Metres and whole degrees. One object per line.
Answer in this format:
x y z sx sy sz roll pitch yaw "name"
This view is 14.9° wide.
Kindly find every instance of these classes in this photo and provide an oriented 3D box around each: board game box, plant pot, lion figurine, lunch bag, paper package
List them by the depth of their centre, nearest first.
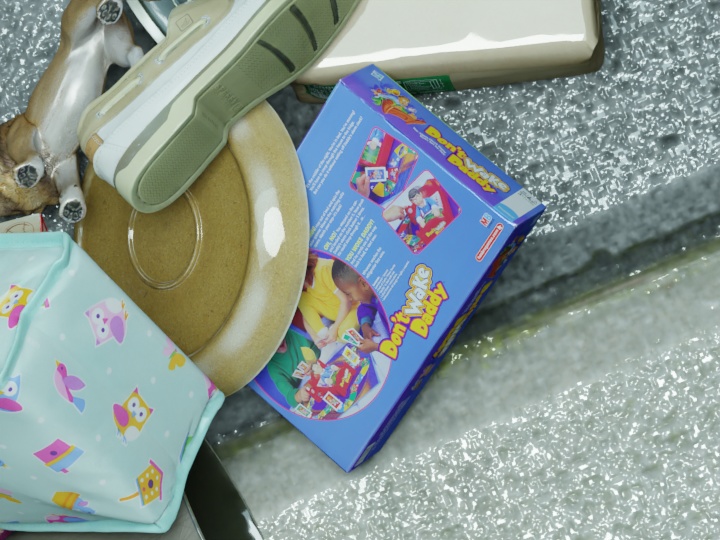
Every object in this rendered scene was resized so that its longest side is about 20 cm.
-0.205 0.062 1.551 0.199 0.170 0.122 0 55 40 "lunch bag"
0.000 0.000 1.616 0.134 0.045 0.200 40 120 12 "board game box"
-0.109 -0.021 1.638 0.199 0.027 0.201 -1 89 44 "plant pot"
0.043 -0.203 1.652 0.199 0.103 0.192 -4 82 8 "paper package"
-0.176 -0.107 1.661 0.072 0.123 0.200 32 102 -25 "lion figurine"

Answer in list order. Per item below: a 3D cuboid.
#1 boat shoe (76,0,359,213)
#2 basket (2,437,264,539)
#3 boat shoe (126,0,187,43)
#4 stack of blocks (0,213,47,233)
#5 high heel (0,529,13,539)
-0.081 -0.127 1.575 0.200 0.075 0.068 -45 62 -8 "boat shoe"
-0.157 0.205 1.622 0.199 0.136 0.181 -27 80 9 "basket"
-0.127 -0.209 1.697 0.062 0.073 0.201 -30 74 8 "boat shoe"
-0.269 0.050 1.652 0.199 0.116 0.059 -14 42 2 "stack of blocks"
-0.251 0.155 1.658 0.067 0.096 0.200 40 90 12 "high heel"
